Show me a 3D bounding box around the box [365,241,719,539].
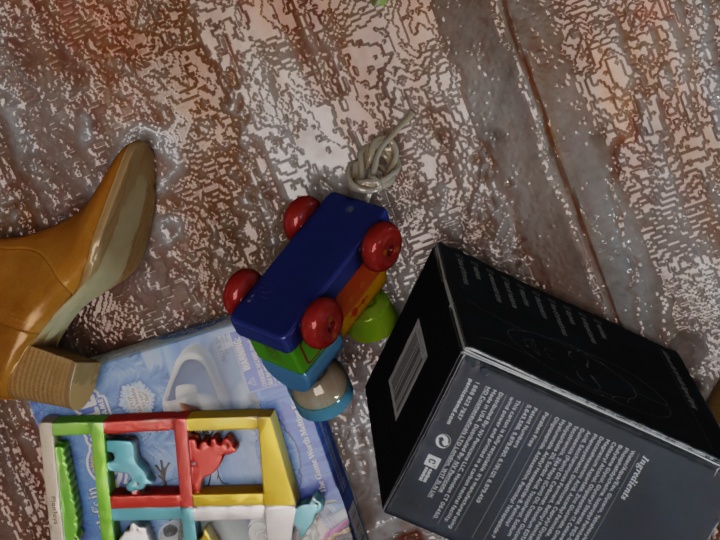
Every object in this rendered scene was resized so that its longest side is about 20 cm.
[{"bbox_3d":[0.118,0.101,1.250,0.195,0.200,0.125,23,107,-10],"label":"box"}]

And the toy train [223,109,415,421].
[{"bbox_3d":[0.000,0.000,1.321,0.084,0.200,0.116,19,148,33],"label":"toy train"}]

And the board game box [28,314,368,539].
[{"bbox_3d":[-0.116,0.144,1.389,0.197,0.043,0.201,-17,100,12],"label":"board game box"}]

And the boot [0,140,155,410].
[{"bbox_3d":[-0.233,-0.009,1.358,0.143,0.071,0.203,17,88,22],"label":"boot"}]

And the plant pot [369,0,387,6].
[{"bbox_3d":[0.095,-0.268,1.200,0.182,0.200,0.202,-3,104,-4],"label":"plant pot"}]

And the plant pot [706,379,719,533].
[{"bbox_3d":[0.332,0.133,1.338,0.198,0.028,0.202,2,105,7],"label":"plant pot"}]

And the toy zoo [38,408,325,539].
[{"bbox_3d":[-0.123,0.164,1.361,0.198,0.020,0.132,-3,102,8],"label":"toy zoo"}]
